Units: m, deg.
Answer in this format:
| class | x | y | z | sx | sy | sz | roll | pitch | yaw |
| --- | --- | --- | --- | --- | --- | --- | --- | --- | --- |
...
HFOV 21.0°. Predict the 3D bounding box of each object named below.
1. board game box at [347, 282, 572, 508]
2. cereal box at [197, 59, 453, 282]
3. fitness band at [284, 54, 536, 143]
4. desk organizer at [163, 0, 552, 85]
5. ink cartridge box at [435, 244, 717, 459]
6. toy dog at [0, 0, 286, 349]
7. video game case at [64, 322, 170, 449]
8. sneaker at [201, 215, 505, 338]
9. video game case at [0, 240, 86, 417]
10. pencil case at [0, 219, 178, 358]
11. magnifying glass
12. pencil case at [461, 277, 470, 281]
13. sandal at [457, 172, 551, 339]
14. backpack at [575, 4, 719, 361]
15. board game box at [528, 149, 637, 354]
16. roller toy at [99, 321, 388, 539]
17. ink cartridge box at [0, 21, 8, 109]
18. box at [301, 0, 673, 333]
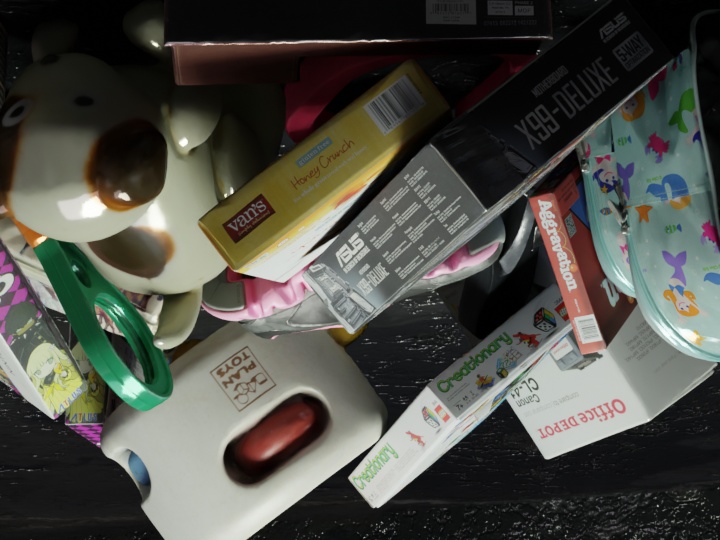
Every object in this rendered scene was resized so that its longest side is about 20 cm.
| class | x | y | z | sx | sy | sz | roll | pitch | yaw |
| --- | --- | --- | --- | --- | --- | --- | --- | --- | --- |
| board game box | 0.071 | 0.092 | 1.371 | 0.126 | 0.035 | 0.200 | -37 | 171 | -28 |
| cereal box | -0.011 | -0.051 | 1.098 | 0.144 | 0.040 | 0.200 | -38 | 175 | 3 |
| fitness band | 0.031 | -0.114 | 1.225 | 0.143 | 0.037 | 0.200 | 6 | 162 | -18 |
| desk organizer | -0.004 | -0.143 | 1.036 | 0.200 | 0.072 | 0.077 | -1 | 167 | -3 |
| ink cartridge box | 0.144 | 0.023 | 1.416 | 0.086 | 0.200 | 0.148 | -32 | 180 | -31 |
| toy dog | -0.147 | -0.059 | 1.117 | 0.139 | 0.194 | 0.200 | 6 | 174 | 17 |
| video game case | -0.185 | 0.050 | 1.511 | 0.036 | 0.182 | 0.200 | -1 | 166 | 7 |
| sneaker | 0.000 | 0.000 | 1.239 | 0.200 | 0.079 | 0.095 | -12 | 148 | 15 |
| video game case | -0.274 | -0.011 | 1.210 | 0.200 | 0.036 | 0.181 | 31 | 156 | 32 |
| pencil case | -0.205 | -0.007 | 1.340 | 0.200 | 0.089 | 0.078 | 22 | 125 | 9 |
| magnifying glass | -0.175 | -0.002 | 1.159 | 0.022 | 0.200 | 0.080 | -33 | -170 | 13 |
| pencil case | -0.002 | -0.030 | 1.378 | 0.200 | 0.091 | 0.083 | -7 | 169 | 42 |
| sandal | 0.107 | -0.025 | 1.287 | 0.076 | 0.043 | 0.200 | -36 | 149 | -25 |
| backpack | 0.224 | -0.045 | 1.140 | 0.177 | 0.200 | 0.151 | -6 | 168 | -40 |
| board game box | 0.160 | -0.036 | 1.214 | 0.019 | 0.103 | 0.200 | -11 | -162 | 29 |
| roller toy | -0.085 | 0.107 | 1.384 | 0.200 | 0.140 | 0.182 | -39 | 176 | 27 |
| ink cartridge box | -0.308 | -0.122 | 1.062 | 0.200 | 0.075 | 0.165 | -4 | 164 | 4 |
| box | 0.066 | -0.055 | 1.083 | 0.158 | 0.050 | 0.200 | -39 | 177 | -29 |
